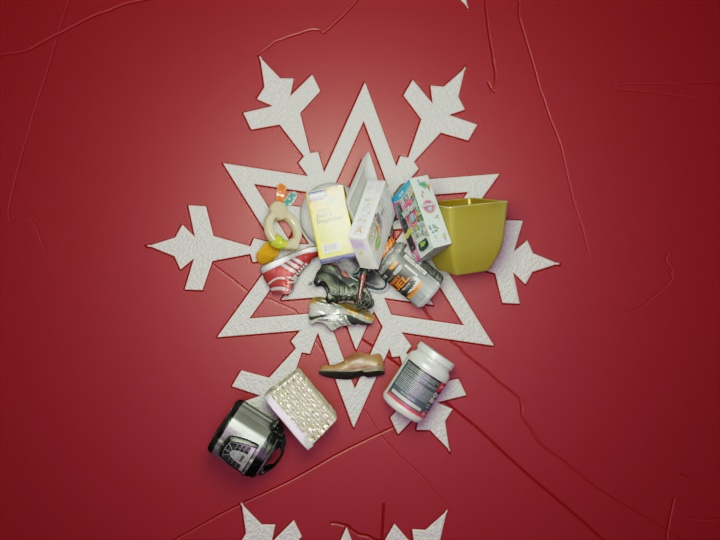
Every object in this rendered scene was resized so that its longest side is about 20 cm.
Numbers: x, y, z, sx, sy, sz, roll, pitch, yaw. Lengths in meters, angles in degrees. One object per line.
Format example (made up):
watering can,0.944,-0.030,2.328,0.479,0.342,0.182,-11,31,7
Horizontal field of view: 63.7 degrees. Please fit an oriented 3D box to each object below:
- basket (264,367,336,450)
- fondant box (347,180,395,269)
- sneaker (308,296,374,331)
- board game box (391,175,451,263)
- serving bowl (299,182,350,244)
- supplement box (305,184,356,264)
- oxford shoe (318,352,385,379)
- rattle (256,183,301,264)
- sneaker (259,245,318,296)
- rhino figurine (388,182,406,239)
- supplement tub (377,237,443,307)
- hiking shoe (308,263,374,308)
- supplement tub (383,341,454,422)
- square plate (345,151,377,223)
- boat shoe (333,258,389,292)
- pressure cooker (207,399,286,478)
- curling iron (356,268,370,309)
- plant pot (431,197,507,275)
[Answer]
basket,-0.170,0.397,1.693,0.123,0.136,0.201,-39,91,-5
fondant box,0.035,-0.127,1.604,0.058,0.145,0.202,5,57,20
sneaker,-0.059,0.142,1.733,0.197,0.076,0.089,14,105,2
board game box,0.167,-0.140,1.611,0.064,0.148,0.202,-14,79,-21
serving bowl,-0.085,-0.165,1.726,0.197,0.066,0.203,0,90,0
supplement box,-0.078,-0.129,1.638,0.108,0.109,0.203,-12,95,2
oxford shoe,-0.028,0.284,1.738,0.197,0.072,0.072,-5,62,-1
rattle,-0.253,-0.139,1.741,0.129,0.143,0.202,-4,69,-25
sneaker,-0.189,0.004,1.721,0.198,0.071,0.114,-23,87,6
rhino figurine,0.109,-0.172,1.734,0.087,0.060,0.201,36,91,2
supplement tub,0.135,0.003,1.703,0.199,0.123,0.123,39,89,-1
hiking shoe,-0.055,0.067,1.714,0.199,0.076,0.101,34,71,8
supplement tub,0.171,0.326,1.695,0.140,0.140,0.201,34,90,-1
square plate,0.009,-0.195,1.640,0.028,0.199,0.202,6,54,21
boat shoe,0.000,0.000,1.727,0.199,0.068,0.072,37,89,-1
pressure cooker,-0.314,0.489,1.668,0.199,0.176,0.180,33,62,-2
curling iron,0.016,0.016,1.676,0.049,0.025,0.203,-5,69,39
plant pot,0.290,-0.097,1.661,0.192,0.195,0.203,-8,103,-21
